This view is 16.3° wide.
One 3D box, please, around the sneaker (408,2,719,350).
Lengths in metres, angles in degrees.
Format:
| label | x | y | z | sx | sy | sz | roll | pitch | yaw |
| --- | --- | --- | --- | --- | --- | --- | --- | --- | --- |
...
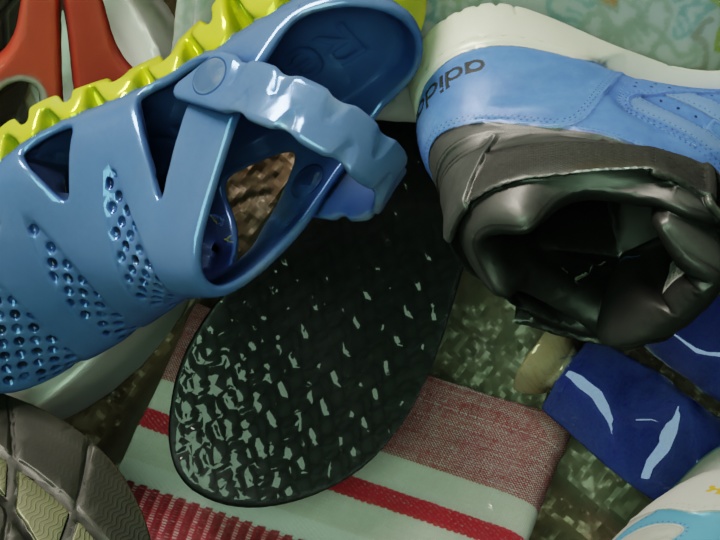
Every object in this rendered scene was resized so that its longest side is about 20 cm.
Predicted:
| label | x | y | z | sx | sy | sz | roll | pitch | yaw |
| --- | --- | --- | --- | --- | --- | --- | --- | --- | --- |
| sneaker | 0.115 | -0.018 | 0.805 | 0.199 | 0.112 | 0.077 | 12 | 132 | -17 |

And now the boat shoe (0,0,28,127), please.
| label | x | y | z | sx | sy | sz | roll | pitch | yaw |
| --- | --- | --- | --- | --- | --- | --- | --- | --- | --- |
| boat shoe | -0.148 | -0.099 | 0.841 | 0.073 | 0.074 | 0.201 | 23 | 90 | 26 |

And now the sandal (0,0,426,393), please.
| label | x | y | z | sx | sy | sz | roll | pitch | yaw |
| --- | --- | --- | --- | --- | --- | --- | --- | --- | --- |
| sandal | -0.058 | -0.023 | 0.791 | 0.200 | 0.079 | 0.087 | -39 | 41 | 19 |

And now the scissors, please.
| label | x | y | z | sx | sy | sz | roll | pitch | yaw |
| --- | --- | --- | --- | --- | --- | --- | --- | --- | --- |
| scissors | -0.102 | -0.100 | 0.805 | 0.073 | 0.014 | 0.201 | -11 | 118 | -2 |

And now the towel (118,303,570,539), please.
| label | x | y | z | sx | sy | sz | roll | pitch | yaw |
| --- | --- | --- | --- | --- | --- | --- | --- | --- | --- |
| towel | -0.027 | 0.114 | 0.849 | 0.143 | 0.023 | 0.201 | 17 | 58 | 12 |

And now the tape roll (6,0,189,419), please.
| label | x | y | z | sx | sy | sz | roll | pitch | yaw |
| --- | --- | --- | --- | --- | --- | --- | --- | --- | --- |
| tape roll | -0.154 | -0.037 | 0.905 | 0.201 | 0.071 | 0.204 | 0 | 88 | 10 |

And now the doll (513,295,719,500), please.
| label | x | y | z | sx | sy | sz | roll | pitch | yaw |
| --- | --- | --- | --- | --- | --- | --- | --- | --- | --- |
| doll | 0.155 | 0.064 | 0.852 | 0.200 | 0.048 | 0.137 | 36 | 82 | 9 |

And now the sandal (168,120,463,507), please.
| label | x | y | z | sx | sy | sz | roll | pitch | yaw |
| --- | --- | --- | --- | --- | --- | --- | --- | --- | --- |
| sandal | 0.001 | 0.000 | 0.874 | 0.075 | 0.048 | 0.201 | 32 | 71 | -2 |

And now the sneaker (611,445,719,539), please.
| label | x | y | z | sx | sy | sz | roll | pitch | yaw |
| --- | --- | --- | --- | --- | --- | --- | --- | --- | --- |
| sneaker | 0.077 | 0.140 | 0.821 | 0.076 | 0.081 | 0.200 | 39 | 126 | 15 |

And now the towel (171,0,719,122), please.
| label | x | y | z | sx | sy | sz | roll | pitch | yaw |
| --- | --- | --- | --- | --- | --- | --- | --- | --- | --- |
| towel | 0.041 | -0.129 | 0.819 | 0.199 | 0.048 | 0.172 | 3 | 123 | -11 |

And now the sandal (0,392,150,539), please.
| label | x | y | z | sx | sy | sz | roll | pitch | yaw |
| --- | --- | --- | --- | --- | --- | --- | --- | --- | --- |
| sandal | -0.148 | 0.074 | 0.837 | 0.200 | 0.058 | 0.080 | 28 | 50 | 25 |
